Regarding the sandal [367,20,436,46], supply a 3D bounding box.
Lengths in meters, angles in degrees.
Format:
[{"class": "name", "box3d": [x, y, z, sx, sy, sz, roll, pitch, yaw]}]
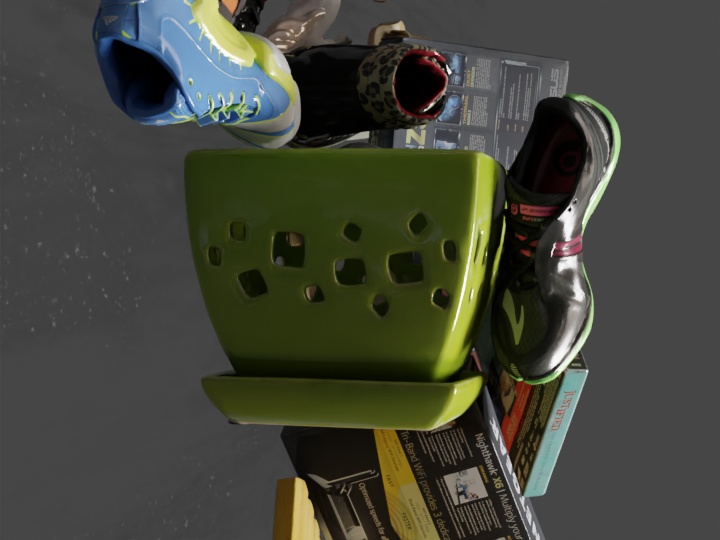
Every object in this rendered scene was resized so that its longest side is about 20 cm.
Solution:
[{"class": "sandal", "box3d": [0.050, -0.185, 1.409, 0.212, 0.070, 0.078, -77, 157, -70]}]

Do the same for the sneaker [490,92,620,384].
[{"class": "sneaker", "box3d": [0.118, -0.024, 1.076, 0.084, 0.077, 0.200, 21, 76, -56]}]

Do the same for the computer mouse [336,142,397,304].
[{"class": "computer mouse", "box3d": [0.000, 0.000, 1.256, 0.044, 0.110, 0.200, -36, 125, -54]}]

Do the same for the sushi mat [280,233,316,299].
[{"class": "sushi mat", "box3d": [-0.047, 0.020, 1.336, 0.096, 0.012, 0.200, -73, 155, -63]}]

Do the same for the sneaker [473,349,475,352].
[{"class": "sneaker", "box3d": [0.034, 0.039, 1.368, 0.077, 0.200, 0.085, -13, 97, -41]}]

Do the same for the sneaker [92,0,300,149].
[{"class": "sneaker", "box3d": [-0.105, -0.111, 0.961, 0.200, 0.076, 0.105, 49, 44, -46]}]

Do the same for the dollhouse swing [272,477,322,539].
[{"class": "dollhouse swing", "box3d": [0.016, 0.263, 1.177, 0.176, 0.182, 0.200, -66, 149, -49]}]

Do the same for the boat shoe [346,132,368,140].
[{"class": "boat shoe", "box3d": [-0.008, -0.164, 1.491, 0.202, 0.072, 0.060, 41, 44, -84]}]

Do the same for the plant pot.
[{"class": "plant pot", "box3d": [-0.005, 0.014, 1.102, 0.199, 0.200, 0.182, 3, 89, -79]}]

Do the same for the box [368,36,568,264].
[{"class": "box", "box3d": [0.084, -0.085, 1.325, 0.051, 0.158, 0.200, -170, -96, -65]}]

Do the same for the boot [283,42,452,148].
[{"class": "boot", "box3d": [0.004, -0.127, 1.186, 0.204, 0.154, 0.074, -1, 93, -60]}]

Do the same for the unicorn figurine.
[{"class": "unicorn figurine", "box3d": [-0.035, -0.208, 1.332, 0.137, 0.074, 0.200, 4, 99, -71]}]

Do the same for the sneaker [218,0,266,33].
[{"class": "sneaker", "box3d": [-0.081, -0.200, 1.071, 0.070, 0.090, 0.200, 41, 44, -74]}]

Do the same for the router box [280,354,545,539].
[{"class": "router box", "box3d": [0.047, 0.182, 1.267, 0.052, 0.157, 0.200, -70, 141, -66]}]

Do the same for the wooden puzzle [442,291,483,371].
[{"class": "wooden puzzle", "box3d": [0.057, 0.000, 1.489, 0.037, 0.185, 0.200, -50, 149, -23]}]

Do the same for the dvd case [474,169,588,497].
[{"class": "dvd case", "box3d": [0.117, 0.045, 1.193, 0.146, 0.022, 0.200, 100, -20, -45]}]
